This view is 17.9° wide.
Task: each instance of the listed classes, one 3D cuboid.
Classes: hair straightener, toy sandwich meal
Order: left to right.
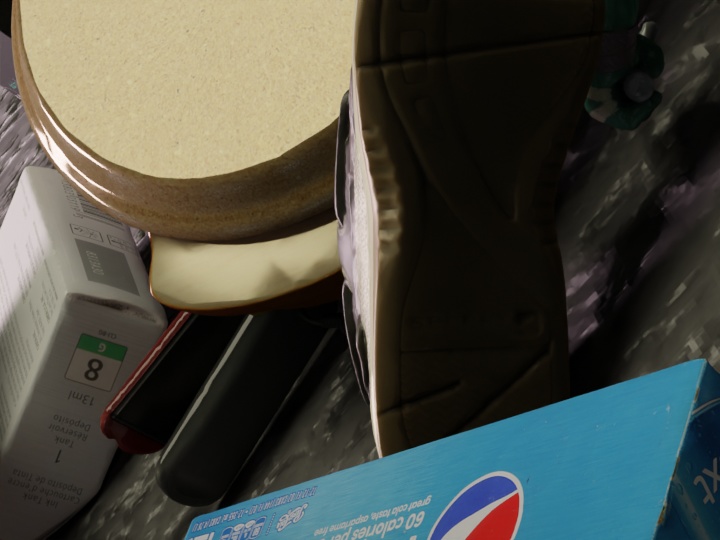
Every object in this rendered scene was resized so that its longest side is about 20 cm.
[{"bbox_3d":[-0.022,-0.087,0.730,0.205,0.070,0.206,-10,69,27],"label":"toy sandwich meal"},{"bbox_3d":[0.000,0.000,0.761,0.200,0.041,0.077,-49,49,-1],"label":"hair straightener"}]

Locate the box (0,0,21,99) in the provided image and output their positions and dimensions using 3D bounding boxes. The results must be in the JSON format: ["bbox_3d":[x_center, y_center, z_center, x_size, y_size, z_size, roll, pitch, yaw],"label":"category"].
[{"bbox_3d":[-0.079,-0.126,0.840,0.149,0.200,0.124,-57,13,-8],"label":"box"}]

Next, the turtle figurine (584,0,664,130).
[{"bbox_3d":[0.099,-0.114,0.645,0.150,0.101,0.200,-56,29,-6],"label":"turtle figurine"}]

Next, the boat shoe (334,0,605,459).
[{"bbox_3d":[0.022,-0.033,0.628,0.065,0.073,0.200,180,96,-72],"label":"boat shoe"}]

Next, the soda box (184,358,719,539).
[{"bbox_3d":[0.025,0.085,0.540,0.200,0.064,0.068,-24,37,50],"label":"soda box"}]

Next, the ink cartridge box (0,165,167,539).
[{"bbox_3d":[-0.144,0.073,0.932,0.161,0.050,0.200,-124,54,-66],"label":"ink cartridge box"}]
